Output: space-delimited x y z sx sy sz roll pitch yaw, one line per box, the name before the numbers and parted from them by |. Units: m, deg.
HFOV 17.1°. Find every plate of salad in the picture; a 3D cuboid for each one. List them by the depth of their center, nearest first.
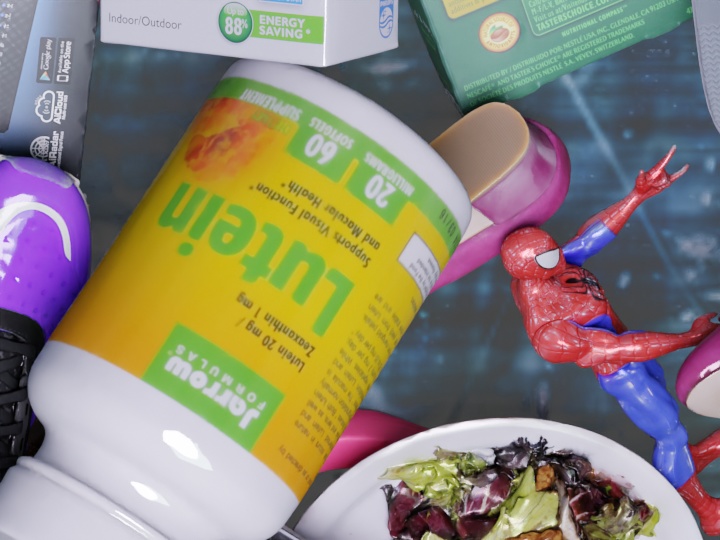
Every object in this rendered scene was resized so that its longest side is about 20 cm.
plate of salad | 0.058 0.155 1.059 0.199 0.048 0.201 -2 118 -4

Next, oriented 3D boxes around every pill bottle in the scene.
pill bottle | -0.053 0.031 0.890 0.111 0.111 0.200 38 75 -25

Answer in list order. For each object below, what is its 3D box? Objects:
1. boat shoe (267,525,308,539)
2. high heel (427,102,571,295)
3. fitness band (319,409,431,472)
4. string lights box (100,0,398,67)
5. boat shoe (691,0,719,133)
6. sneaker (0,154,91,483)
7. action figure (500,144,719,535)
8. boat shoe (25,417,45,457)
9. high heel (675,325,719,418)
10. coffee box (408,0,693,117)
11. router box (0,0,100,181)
boat shoe | -0.051 0.136 0.978 0.200 0.066 0.070 31 100 -16
high heel | 0.000 0.000 1.010 0.200 0.067 0.096 -40 161 6
fitness band | 0.015 0.142 1.101 0.200 0.037 0.144 23 105 -22
string lights box | -0.040 -0.182 0.877 0.102 0.059 0.201 8 107 28
boat shoe | 0.159 -0.147 0.944 0.067 0.073 0.201 -26 118 -47
sneaker | -0.149 0.058 0.917 0.069 0.100 0.201 17 111 -22
action figure | 0.135 0.028 1.030 0.099 0.065 0.200 -35 131 15
boat shoe | -0.125 0.089 1.033 0.200 0.070 0.070 -27 77 -3
high heel | 0.194 -0.008 1.008 0.200 0.096 0.068 -22 147 -27
coffee box | 0.059 -0.174 0.955 0.123 0.044 0.200 -24 118 -1
router box | -0.185 -0.061 0.946 0.149 0.062 0.201 3 114 -13
